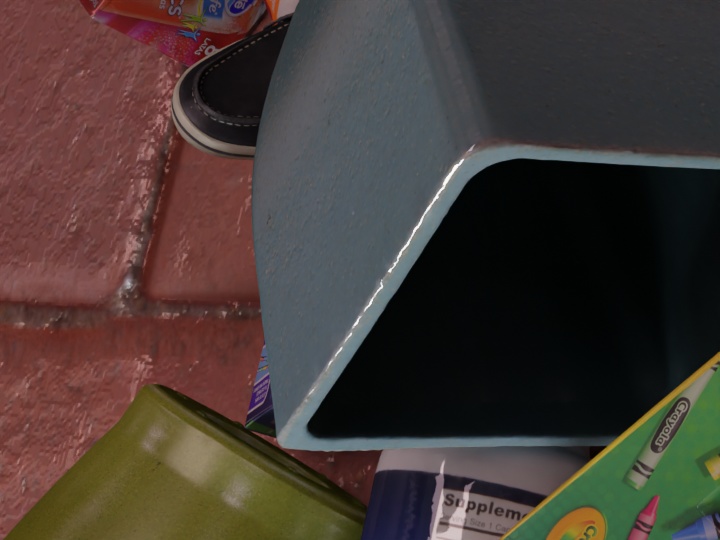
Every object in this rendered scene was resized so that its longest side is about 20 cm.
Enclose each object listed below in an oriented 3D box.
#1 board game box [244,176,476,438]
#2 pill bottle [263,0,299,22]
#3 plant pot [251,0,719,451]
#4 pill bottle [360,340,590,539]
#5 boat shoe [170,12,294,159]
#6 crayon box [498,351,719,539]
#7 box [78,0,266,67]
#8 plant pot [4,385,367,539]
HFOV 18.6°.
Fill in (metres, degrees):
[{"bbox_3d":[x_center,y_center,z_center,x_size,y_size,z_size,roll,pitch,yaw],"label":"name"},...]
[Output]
[{"bbox_3d":[0.000,0.000,1.061,0.200,0.034,0.136,144,141,-67],"label":"board game box"},{"bbox_3d":[-0.018,-0.202,1.187,0.110,0.109,0.200,-42,48,22],"label":"pill bottle"},{"bbox_3d":[0.063,-0.063,0.886,0.196,0.196,0.200,-57,41,47],"label":"plant pot"},{"bbox_3d":[0.053,0.134,0.968,0.111,0.111,0.201,0,72,44],"label":"pill bottle"},{"bbox_3d":[0.001,-0.110,1.079,0.062,0.200,0.075,99,150,-58],"label":"boat shoe"},{"bbox_3d":[0.146,0.073,0.852,0.200,0.119,0.058,-40,74,-1],"label":"crayon box"},{"bbox_3d":[-0.134,-0.217,1.312,0.096,0.100,0.200,-51,45,15],"label":"box"},{"bbox_3d":[-0.092,0.166,1.032,0.200,0.200,0.193,30,88,47],"label":"plant pot"}]
